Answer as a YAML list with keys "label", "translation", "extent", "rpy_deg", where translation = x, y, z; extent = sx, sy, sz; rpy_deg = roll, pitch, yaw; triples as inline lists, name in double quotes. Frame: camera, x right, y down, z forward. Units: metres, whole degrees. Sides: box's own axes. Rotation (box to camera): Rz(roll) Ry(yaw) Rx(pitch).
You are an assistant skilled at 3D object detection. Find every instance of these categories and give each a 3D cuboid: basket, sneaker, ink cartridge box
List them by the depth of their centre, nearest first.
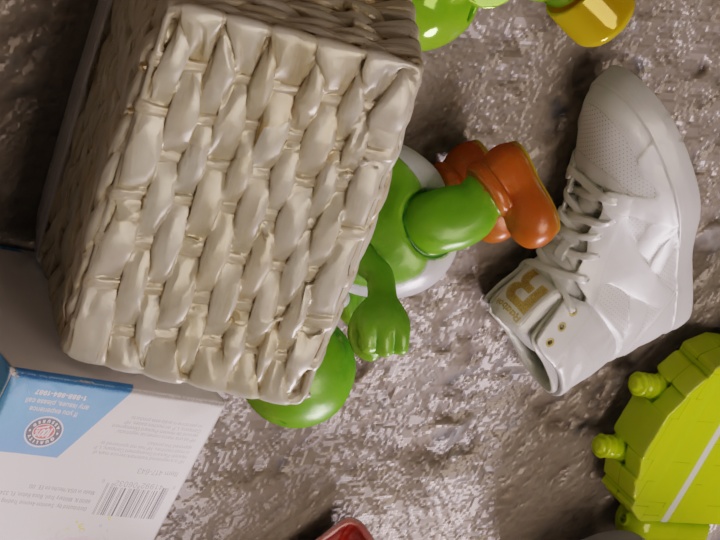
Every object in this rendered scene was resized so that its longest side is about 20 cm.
- label: "basket"
  translation: [-0.061, -0.054, 1.186]
  extent: [0.135, 0.124, 0.201]
  rpy_deg: [12, 117, -15]
- label: "ink cartridge box"
  translation: [-0.182, 0.104, 1.245]
  extent: [0.128, 0.125, 0.201]
  rpy_deg: [12, 114, -43]
- label: "sneaker"
  translation: [0.123, -0.011, 1.440]
  extent: [0.115, 0.074, 0.201]
  rpy_deg: [-32, 139, -19]

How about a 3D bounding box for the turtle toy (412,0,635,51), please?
- label: "turtle toy"
  translation: [0.076, -0.181, 1.242]
  extent: [0.200, 0.101, 0.146]
  rpy_deg: [-44, 116, 3]

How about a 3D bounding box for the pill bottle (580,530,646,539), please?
- label: "pill bottle"
  translation: [0.188, 0.266, 1.650]
  extent: [0.116, 0.116, 0.200]
  rpy_deg: [-38, 116, -7]

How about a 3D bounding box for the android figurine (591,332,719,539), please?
- label: "android figurine"
  translation: [0.223, 0.099, 1.634]
  extent: [0.199, 0.041, 0.183]
  rpy_deg: [7, 118, -43]

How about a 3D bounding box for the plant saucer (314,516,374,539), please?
- label: "plant saucer"
  translation: [-0.031, 0.276, 1.507]
  extent: [0.199, 0.037, 0.201]
  rpy_deg: [-36, 98, -10]

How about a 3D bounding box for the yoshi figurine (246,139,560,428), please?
- label: "yoshi figurine"
  translation: [0.005, 0.014, 1.342]
  extent: [0.199, 0.112, 0.113]
  rpy_deg: [-26, 142, -16]
